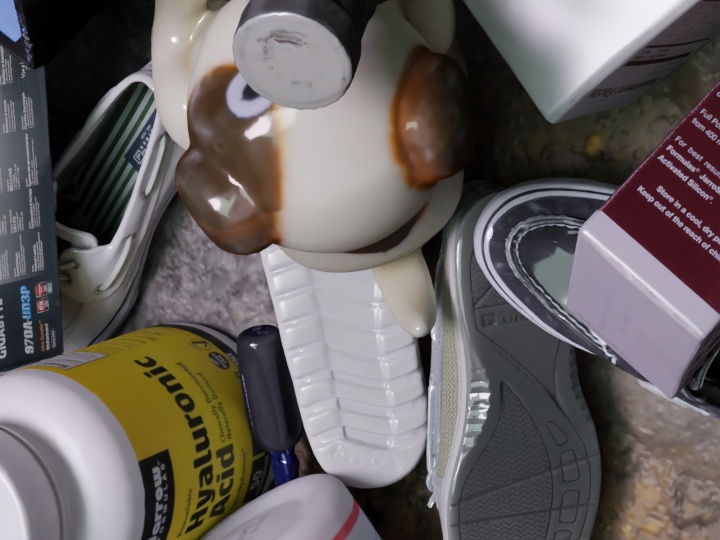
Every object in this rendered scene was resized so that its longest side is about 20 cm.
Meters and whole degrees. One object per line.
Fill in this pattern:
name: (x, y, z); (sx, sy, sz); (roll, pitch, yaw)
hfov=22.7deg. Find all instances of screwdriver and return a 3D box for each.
screwdriver: (-0.035, 0.121, 0.889); (0.029, 0.028, 0.202); (13, 119, 40)

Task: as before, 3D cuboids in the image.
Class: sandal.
sandal: (-0.008, 0.000, 0.848); (0.082, 0.050, 0.205); (-1, 98, 0)

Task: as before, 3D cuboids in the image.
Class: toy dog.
toy dog: (-0.020, -0.059, 0.715); (0.138, 0.200, 0.196); (-10, 94, 2)

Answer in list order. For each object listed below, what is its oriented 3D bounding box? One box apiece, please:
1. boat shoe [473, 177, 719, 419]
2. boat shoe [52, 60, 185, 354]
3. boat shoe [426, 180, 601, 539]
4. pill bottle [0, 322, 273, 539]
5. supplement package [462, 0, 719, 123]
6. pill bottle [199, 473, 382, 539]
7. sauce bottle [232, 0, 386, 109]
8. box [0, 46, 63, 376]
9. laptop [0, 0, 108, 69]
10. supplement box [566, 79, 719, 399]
boat shoe: (0.137, 0.023, 0.742); (0.199, 0.068, 0.072); (30, 101, 3)
boat shoe: (-0.141, -0.027, 0.906); (0.073, 0.067, 0.201); (37, 113, 17)
boat shoe: (0.064, 0.061, 0.822); (0.074, 0.065, 0.204); (-7, 101, -11)
pill bottle: (-0.130, 0.095, 0.845); (0.110, 0.200, 0.112); (5, 101, 26)
supplement package: (0.133, -0.167, 0.714); (0.200, 0.117, 0.117); (-38, 81, 26)
pill bottle: (-0.002, 0.204, 0.837); (0.108, 0.109, 0.201); (-29, 100, 28)
sauce bottle: (0.002, -0.138, 0.627); (0.065, 0.201, 0.066); (9, 137, 9)
box: (-0.206, -0.068, 0.887); (0.159, 0.046, 0.202); (30, 128, 48)
laptop: (-0.106, -0.180, 0.715); (0.103, 0.200, 0.177); (42, 82, -3)
supplement box: (0.165, -0.052, 0.672); (0.061, 0.109, 0.200); (41, 82, 13)
